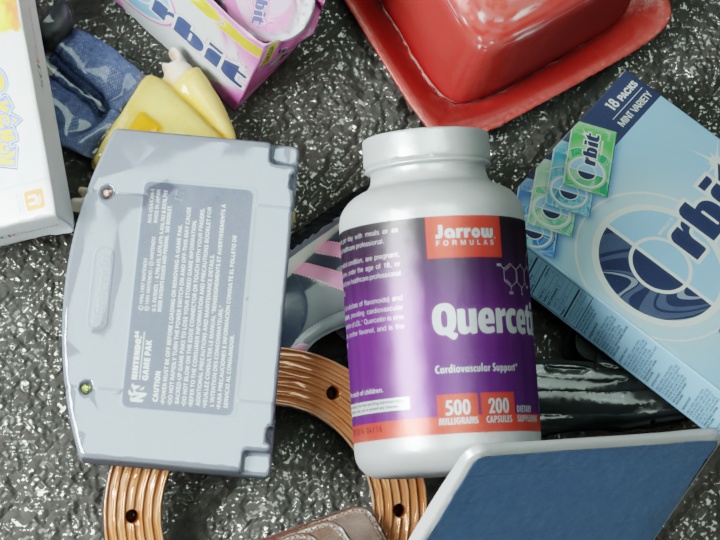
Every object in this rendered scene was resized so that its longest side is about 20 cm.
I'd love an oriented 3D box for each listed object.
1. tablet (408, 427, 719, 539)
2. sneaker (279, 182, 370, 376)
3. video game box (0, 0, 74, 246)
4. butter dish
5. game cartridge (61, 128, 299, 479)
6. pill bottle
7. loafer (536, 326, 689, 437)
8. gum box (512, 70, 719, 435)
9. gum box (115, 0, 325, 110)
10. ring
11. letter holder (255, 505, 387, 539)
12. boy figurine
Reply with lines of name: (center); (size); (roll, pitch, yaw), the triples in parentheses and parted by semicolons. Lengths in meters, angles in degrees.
tablet: (0.114, 0.144, 1.498); (0.199, 0.131, 0.014); (0, 43, -37)
sneaker: (0.000, 0.000, 1.581); (0.199, 0.070, 0.082); (-35, 100, -14)
video game box: (-0.278, -0.101, 1.523); (0.181, 0.047, 0.202); (-13, 77, 5)
butter dish: (0.092, -0.216, 1.609); (0.199, 0.148, 0.201); (-29, 83, -17)
game cartridge: (-0.110, 0.019, 1.502); (0.132, 0.041, 0.202); (6, 78, -5)
pill bottle: (0.046, 0.020, 1.495); (0.111, 0.112, 0.202); (-3, 84, -13)
loafer: (0.145, 0.067, 1.583); (0.199, 0.068, 0.071); (-5, 85, -9)
gum box: (0.197, -0.011, 1.590); (0.200, 0.045, 0.170); (37, 54, 9)
gum box: (-0.114, -0.198, 1.579); (0.200, 0.114, 0.066); (42, 71, 2)
ring: (-0.057, 0.147, 1.528); (0.199, 0.019, 0.202); (1, 87, -12)
letter holder: (-0.012, 0.248, 1.467); (0.141, 0.101, 0.201); (-18, 87, -14)
boy figurine: (-0.130, -0.076, 1.569); (0.199, 0.064, 0.125); (37, 69, 4)
